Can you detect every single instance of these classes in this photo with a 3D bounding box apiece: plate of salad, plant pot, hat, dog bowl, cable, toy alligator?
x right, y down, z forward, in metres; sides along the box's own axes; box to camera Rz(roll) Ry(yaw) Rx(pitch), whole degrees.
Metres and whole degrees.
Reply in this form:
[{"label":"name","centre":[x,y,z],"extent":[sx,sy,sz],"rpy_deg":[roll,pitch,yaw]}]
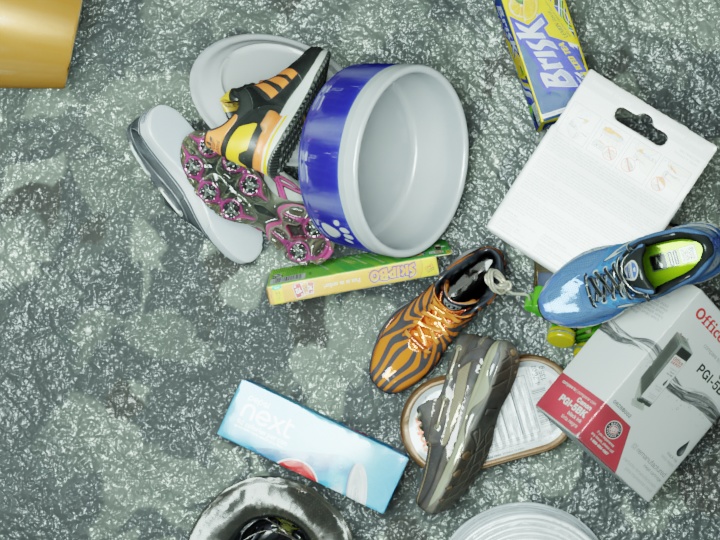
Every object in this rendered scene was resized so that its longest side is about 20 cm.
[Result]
[{"label":"plate of salad","centre":[-0.090,-0.182,1.496],"extent":[0.200,0.048,0.200],"rpy_deg":[12,49,-14]},{"label":"plant pot","centre":[-0.398,-0.277,1.487],"extent":[0.183,0.200,0.201],"rpy_deg":[12,86,-13]},{"label":"hat","centre":[-0.101,0.323,1.478],"extent":[0.200,0.081,0.201],"rpy_deg":[1,80,-5]},{"label":"dog bowl","centre":[0.027,-0.117,1.444],"extent":[0.079,0.200,0.201],"rpy_deg":[10,85,38]},{"label":"cable","centre":[0.175,0.349,1.470],"extent":[0.200,0.069,0.200],"rpy_deg":[27,87,4]},{"label":"toy alligator","centre":[0.219,0.044,1.454],"extent":[0.200,0.054,0.059],"rpy_deg":[30,58,-30]}]

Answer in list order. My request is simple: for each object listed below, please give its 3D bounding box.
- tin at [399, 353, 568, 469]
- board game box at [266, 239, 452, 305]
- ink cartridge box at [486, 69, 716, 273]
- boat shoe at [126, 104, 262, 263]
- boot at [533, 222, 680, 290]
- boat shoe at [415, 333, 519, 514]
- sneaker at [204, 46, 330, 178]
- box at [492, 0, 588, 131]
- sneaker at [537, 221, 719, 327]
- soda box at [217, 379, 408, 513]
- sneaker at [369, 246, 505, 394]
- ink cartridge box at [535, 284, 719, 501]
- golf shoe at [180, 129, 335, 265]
[{"label":"tin","centre":[0.141,0.157,1.503],"extent":[0.200,0.042,0.112],"rpy_deg":[-16,81,1]},{"label":"board game box","centre":[0.000,0.000,1.489],"extent":[0.200,0.096,0.030],"rpy_deg":[-13,101,2]},{"label":"ink cartridge box","centre":[0.253,-0.084,1.447],"extent":[0.161,0.050,0.200],"rpy_deg":[34,96,12]},{"label":"boat shoe","centre":[-0.186,-0.088,1.517],"extent":[0.200,0.068,0.072],"rpy_deg":[52,49,-15]},{"label":"boot","centre":[0.282,-0.013,1.500],"extent":[0.200,0.075,0.097],"rpy_deg":[9,96,12]},{"label":"boat shoe","centre":[0.101,0.160,1.460],"extent":[0.073,0.074,0.200],"rpy_deg":[24,91,29]},{"label":"sneaker","centre":[-0.094,-0.178,1.413],"extent":[0.090,0.070,0.200],"rpy_deg":[18,44,5]},{"label":"box","centre":[0.198,-0.260,1.519],"extent":[0.070,0.064,0.200],"rpy_deg":[-18,86,1]},{"label":"sneaker","centre":[0.265,0.000,1.369],"extent":[0.200,0.089,0.079],"rpy_deg":[-24,79,20]},{"label":"soda box","centre":[-0.050,0.190,1.493],"extent":[0.200,0.064,0.068],"rpy_deg":[25,87,4]},{"label":"sneaker","centre":[0.079,0.047,1.475],"extent":[0.078,0.112,0.200],"rpy_deg":[38,88,4]},{"label":"ink cartridge box","centre":[0.306,0.118,1.445],"extent":[0.200,0.083,0.147],"rpy_deg":[-50,123,-2]},{"label":"golf shoe","centre":[-0.111,-0.083,1.493],"extent":[0.200,0.092,0.073],"rpy_deg":[39,107,-8]}]
